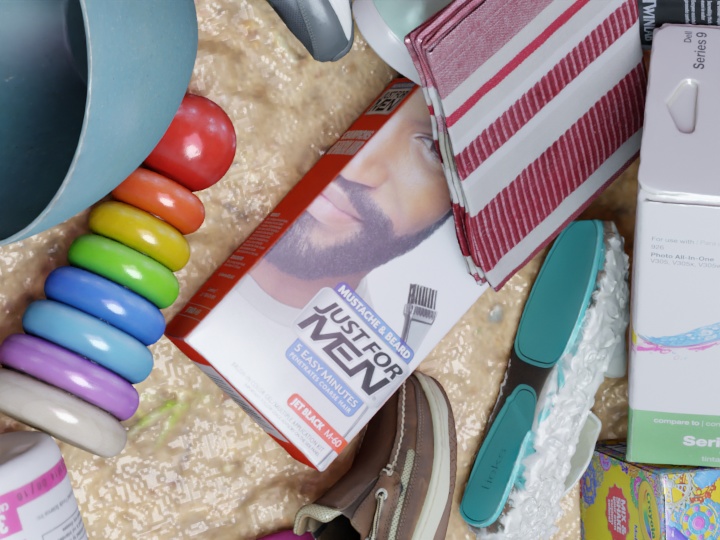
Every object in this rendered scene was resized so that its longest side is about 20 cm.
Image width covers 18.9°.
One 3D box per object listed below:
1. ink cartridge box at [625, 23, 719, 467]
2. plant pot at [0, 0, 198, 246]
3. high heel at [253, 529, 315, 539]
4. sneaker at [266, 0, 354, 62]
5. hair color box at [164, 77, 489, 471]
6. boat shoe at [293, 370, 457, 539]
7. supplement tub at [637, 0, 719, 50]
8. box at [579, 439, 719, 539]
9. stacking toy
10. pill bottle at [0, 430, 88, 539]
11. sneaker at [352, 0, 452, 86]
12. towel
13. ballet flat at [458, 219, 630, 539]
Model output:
[{"bbox_3d":[0.190,-0.012,1.169,0.087,0.145,0.200,3,134,10],"label":"ink cartridge box"},{"bbox_3d":[-0.160,-0.119,1.100,0.135,0.200,0.201,-15,100,-50],"label":"plant pot"},{"bbox_3d":[0.029,0.194,1.213,0.200,0.096,0.067,23,87,-18],"label":"high heel"},{"bbox_3d":[-0.082,-0.185,1.171,0.085,0.074,0.200,-39,95,-5],"label":"sneaker"},{"bbox_3d":[0.000,0.000,1.208,0.111,0.064,0.200,44,79,-15],"label":"hair color box"},{"bbox_3d":[0.004,0.136,1.176,0.075,0.075,0.203,20,51,-20],"label":"boat shoe"},{"bbox_3d":[0.238,-0.179,1.181,0.200,0.123,0.123,3,94,12],"label":"supplement tub"},{"bbox_3d":[0.239,0.199,1.267,0.192,0.122,0.200,-3,95,-17],"label":"box"},{"bbox_3d":[-0.128,-0.005,1.165,0.085,0.085,0.200,27,80,-17],"label":"stacking toy"},{"bbox_3d":[-0.186,0.195,1.137,0.113,0.113,0.200,-19,100,-15],"label":"pill bottle"},{"bbox_3d":[0.104,-0.128,1.180,0.118,0.074,0.200,-38,137,26],"label":"sneaker"},{"bbox_3d":[0.094,-0.094,1.132,0.144,0.023,0.200,-42,144,-19],"label":"towel"},{"bbox_3d":[0.116,0.067,1.253,0.072,0.072,0.200,20,95,-18],"label":"ballet flat"}]
